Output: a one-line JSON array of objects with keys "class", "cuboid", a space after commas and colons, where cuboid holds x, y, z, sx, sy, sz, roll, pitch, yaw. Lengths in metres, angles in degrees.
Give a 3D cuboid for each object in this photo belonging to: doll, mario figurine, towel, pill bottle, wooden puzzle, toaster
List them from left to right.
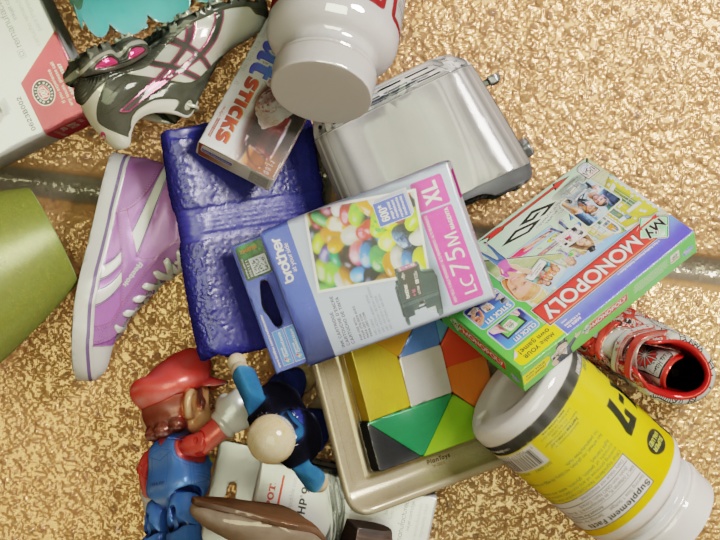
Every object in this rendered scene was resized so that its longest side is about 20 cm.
[{"class": "mario figurine", "cuboid": [-0.141, 0.167, 1.513, 0.122, 0.106, 0.203, -4, 72, 12]}, {"class": "towel", "cuboid": [-0.095, -0.032, 1.510, 0.146, 0.049, 0.203, -10, 90, -29]}, {"class": "doll", "cuboid": [-0.064, 0.123, 1.459, 0.048, 0.200, 0.137, -35, 93, 11]}, {"class": "pill bottle", "cuboid": [-0.017, -0.228, 1.452, 0.111, 0.113, 0.202, 10, 60, 0]}, {"class": "toaster", "cuboid": [0.043, -0.097, 1.499, 0.198, 0.114, 0.130, -26, 88, 4]}, {"class": "wooden puzzle", "cuboid": [0.048, 0.089, 1.501, 0.183, 0.037, 0.202, -16, 89, -27]}, {"class": "pill bottle", "cuboid": [0.201, 0.158, 1.491, 0.200, 0.114, 0.115, 41, 92, -16]}]

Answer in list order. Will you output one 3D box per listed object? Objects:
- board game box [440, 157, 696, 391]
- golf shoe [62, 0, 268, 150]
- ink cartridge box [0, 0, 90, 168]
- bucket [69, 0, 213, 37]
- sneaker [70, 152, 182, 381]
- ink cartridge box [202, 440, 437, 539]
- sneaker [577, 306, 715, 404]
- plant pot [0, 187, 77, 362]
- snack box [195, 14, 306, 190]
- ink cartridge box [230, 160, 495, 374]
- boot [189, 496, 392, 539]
[{"class": "board game box", "cuboid": [0.166, -0.001, 1.472, 0.199, 0.029, 0.134, -37, 50, -18]}, {"class": "golf shoe", "cuboid": [-0.157, -0.173, 1.491, 0.199, 0.077, 0.089, -28, 95, -28]}, {"class": "ink cartridge box", "cuboid": [-0.343, -0.157, 1.511, 0.198, 0.083, 0.146, -26, 92, 1]}, {"class": "bucket", "cuboid": [-0.176, -0.302, 1.450, 0.205, 0.207, 0.136, -27, 81, 1]}, {"class": "sneaker", "cuboid": [-0.187, 0.007, 1.523, 0.113, 0.073, 0.203, 14, 92, -3]}, {"class": "ink cartridge box", "cuboid": [-0.041, 0.228, 1.530, 0.197, 0.068, 0.118, 12, 93, 0]}, {"class": "sneaker", "cuboid": [0.214, 0.053, 1.502, 0.200, 0.108, 0.068, 27, 92, -1]}, {"class": "plant pot", "cuboid": [-0.349, 0.017, 1.482, 0.199, 0.187, 0.189, -28, 92, -12]}, {"class": "snack box", "cuboid": [-0.066, -0.167, 1.495, 0.071, 0.024, 0.201, 26, 64, -1]}, {"class": "ink cartridge box", "cuboid": [0.000, 0.000, 1.431, 0.198, 0.042, 0.121, -20, 92, 9]}, {"class": "boot", "cuboid": [-0.059, 0.274, 1.451, 0.198, 0.070, 0.148, 12, 95, -13]}]
